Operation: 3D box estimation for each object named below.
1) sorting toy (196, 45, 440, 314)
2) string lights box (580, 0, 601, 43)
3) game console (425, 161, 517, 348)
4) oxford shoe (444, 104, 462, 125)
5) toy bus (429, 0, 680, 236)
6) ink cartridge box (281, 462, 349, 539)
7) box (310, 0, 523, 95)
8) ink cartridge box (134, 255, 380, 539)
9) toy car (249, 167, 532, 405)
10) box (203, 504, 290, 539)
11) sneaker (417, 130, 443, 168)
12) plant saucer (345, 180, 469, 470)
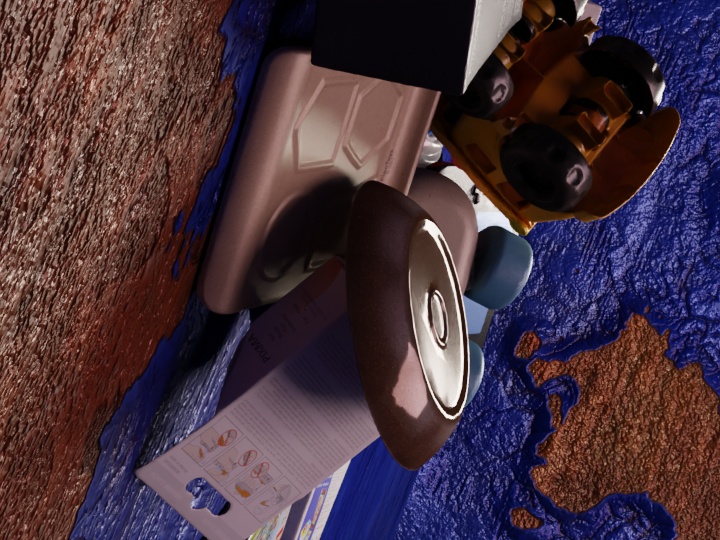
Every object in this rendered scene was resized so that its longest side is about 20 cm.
[{"bbox_3d":[-0.028,-0.069,1.305,0.199,0.036,0.186,-9,122,-56],"label":"sorting toy"},{"bbox_3d":[0.117,-0.207,1.617,0.200,0.059,0.103,45,-59,58],"label":"string lights box"},{"bbox_3d":[0.081,0.000,1.701,0.176,0.031,0.202,-4,113,-61],"label":"game console"},{"bbox_3d":[0.096,-0.212,1.788,0.084,0.072,0.201,73,38,-74],"label":"oxford shoe"},{"bbox_3d":[0.113,-0.129,1.462,0.136,0.200,0.192,-48,-167,-26],"label":"toy bus"},{"bbox_3d":[-0.043,0.204,2.012,0.198,0.047,0.201,29,80,-80],"label":"ink cartridge box"},{"bbox_3d":[0.050,-0.240,1.218,0.182,0.103,0.202,-55,155,-63],"label":"box"},{"bbox_3d":[-0.056,0.098,1.351,0.199,0.050,0.162,-36,145,0],"label":"ink cartridge box"},{"bbox_3d":[0.000,0.000,1.516,0.178,0.183,0.200,-66,-158,-3],"label":"toy car"},{"bbox_3d":[-0.105,0.245,1.723,0.200,0.034,0.111,-53,162,-63],"label":"box"},{"bbox_3d":[0.043,-0.079,1.731,0.147,0.080,0.200,-65,166,-2],"label":"sneaker"},{"bbox_3d":[0.039,0.035,1.314,0.200,0.036,0.202,-9,90,-72],"label":"plant saucer"}]
